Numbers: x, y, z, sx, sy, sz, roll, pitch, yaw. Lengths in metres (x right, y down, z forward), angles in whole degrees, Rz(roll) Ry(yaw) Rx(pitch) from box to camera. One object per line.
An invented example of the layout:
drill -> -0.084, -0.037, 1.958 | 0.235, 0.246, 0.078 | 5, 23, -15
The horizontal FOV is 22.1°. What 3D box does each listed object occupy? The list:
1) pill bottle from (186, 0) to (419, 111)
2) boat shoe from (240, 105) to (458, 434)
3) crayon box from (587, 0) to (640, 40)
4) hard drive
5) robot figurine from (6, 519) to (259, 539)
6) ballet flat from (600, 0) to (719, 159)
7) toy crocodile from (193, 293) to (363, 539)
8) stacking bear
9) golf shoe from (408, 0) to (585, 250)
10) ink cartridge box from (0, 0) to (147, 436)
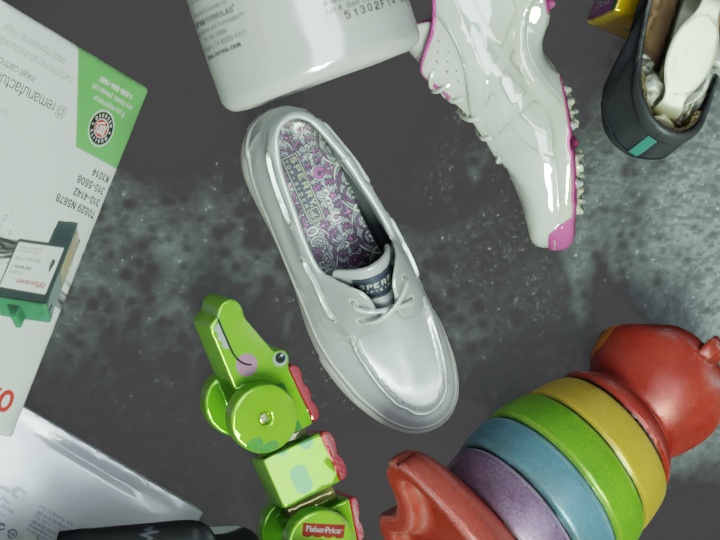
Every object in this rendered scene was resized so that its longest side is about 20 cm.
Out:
pill bottle -> -0.051, -0.195, 0.974 | 0.114, 0.114, 0.201 | -20, 95, -11
boat shoe -> 0.000, 0.000, 1.012 | 0.072, 0.068, 0.201 | -23, 95, -11
crayon box -> 0.247, -0.207, 1.069 | 0.171, 0.058, 0.201 | 21, 86, -12
hard drive -> -0.192, 0.184, 0.994 | 0.131, 0.025, 0.201 | 32, 84, -11
robot figurine -> -0.111, 0.194, 0.933 | 0.198, 0.125, 0.152 | 0, 92, -10
ballet flat -> 0.187, -0.155, 0.995 | 0.073, 0.073, 0.201 | 20, 88, -12
toy crocodile -> -0.037, 0.103, 1.007 | 0.061, 0.067, 0.201 | -26, 98, -16
stacking bear -> 0.121, 0.103, 1.023 | 0.200, 0.122, 0.114 | -38, 69, -22
golf shoe -> 0.074, -0.106, 1.034 | 0.091, 0.075, 0.202 | -12, 91, 3
ink cartridge box -> -0.206, -0.028, 0.920 | 0.084, 0.146, 0.201 | 18, 86, 27
